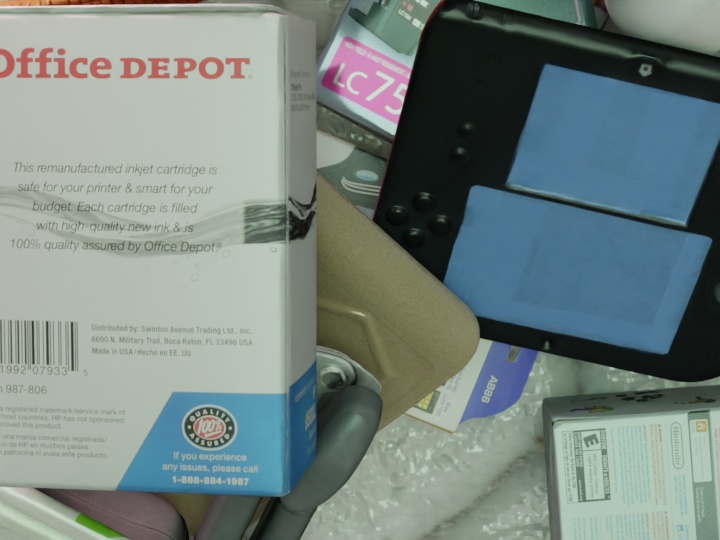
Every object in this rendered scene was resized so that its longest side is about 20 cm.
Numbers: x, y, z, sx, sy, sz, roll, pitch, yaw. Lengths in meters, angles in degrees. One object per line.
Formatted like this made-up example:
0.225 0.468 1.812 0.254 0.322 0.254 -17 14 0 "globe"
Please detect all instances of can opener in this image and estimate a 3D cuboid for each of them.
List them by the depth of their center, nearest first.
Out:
-0.048 0.116 0.854 0.052 0.067 0.200 23 127 -7 "can opener"

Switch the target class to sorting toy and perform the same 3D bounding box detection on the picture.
-0.070 0.028 0.860 0.185 0.037 0.200 41 118 -16 "sorting toy"

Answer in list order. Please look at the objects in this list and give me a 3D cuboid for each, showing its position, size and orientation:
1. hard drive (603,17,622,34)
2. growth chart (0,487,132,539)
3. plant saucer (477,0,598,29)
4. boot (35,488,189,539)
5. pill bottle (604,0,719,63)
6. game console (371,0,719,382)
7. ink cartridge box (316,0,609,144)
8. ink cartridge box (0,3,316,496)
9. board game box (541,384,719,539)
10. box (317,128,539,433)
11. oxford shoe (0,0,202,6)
0.147 -0.145 0.898 0.132 0.026 0.200 -41 93 2 "hard drive"
-0.185 0.158 0.860 0.144 0.018 0.200 32 134 -8 "growth chart"
0.063 -0.200 0.835 0.070 0.019 0.201 -11 91 2 "plant saucer"
-0.179 0.089 0.843 0.199 0.132 0.070 15 51 3 "boot"
0.175 -0.146 0.799 0.199 0.114 0.115 20 93 -23 "pill bottle"
0.109 -0.031 0.820 0.199 0.031 0.177 12 131 -4 "game console"
0.068 -0.148 0.864 0.119 0.042 0.201 27 90 1 "ink cartridge box"
-0.093 -0.012 0.748 0.144 0.084 0.201 1 96 8 "ink cartridge box"
0.199 0.135 0.898 0.199 0.064 0.148 -4 95 1 "board game box"
0.000 0.000 0.900 0.199 0.041 0.119 23 93 -5 "box"
-0.102 -0.169 0.878 0.199 0.071 0.073 -17 84 -8 "oxford shoe"
